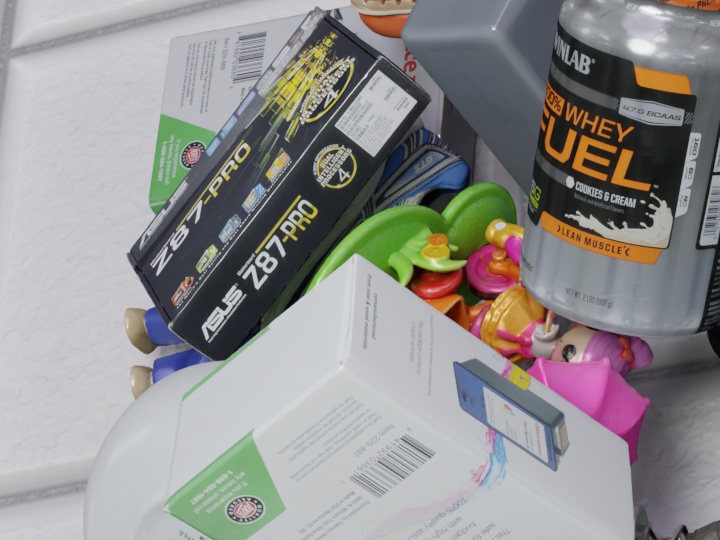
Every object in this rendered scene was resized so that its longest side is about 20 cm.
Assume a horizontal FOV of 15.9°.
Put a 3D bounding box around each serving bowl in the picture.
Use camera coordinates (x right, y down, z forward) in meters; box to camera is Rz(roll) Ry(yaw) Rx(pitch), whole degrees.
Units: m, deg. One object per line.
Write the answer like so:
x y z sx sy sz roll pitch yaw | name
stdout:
-0.076 0.156 1.441 0.199 0.202 0.066 2 15 26 | serving bowl

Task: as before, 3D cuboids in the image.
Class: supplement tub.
0.157 -0.076 1.377 0.121 0.202 0.123 7 21 -3 | supplement tub

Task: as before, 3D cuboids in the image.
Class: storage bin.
0.126 -0.132 1.477 0.145 0.200 0.135 3 55 47 | storage bin

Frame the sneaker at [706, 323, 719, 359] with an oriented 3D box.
0.299 0.012 1.484 0.199 0.087 0.075 -24 71 33 | sneaker

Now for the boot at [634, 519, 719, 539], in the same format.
0.206 0.131 1.301 0.173 0.069 0.202 -12 80 19 | boot

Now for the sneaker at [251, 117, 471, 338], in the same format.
0.000 0.000 1.557 0.085 0.077 0.201 30 89 3 | sneaker

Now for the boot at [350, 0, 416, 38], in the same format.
0.090 -0.146 1.614 0.198 0.108 0.075 -1 32 -9 | boot

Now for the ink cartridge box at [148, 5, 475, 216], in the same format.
-0.027 -0.091 1.686 0.198 0.084 0.147 -8 52 17 | ink cartridge box

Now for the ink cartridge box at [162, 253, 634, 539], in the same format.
0.022 0.106 1.318 0.145 0.199 0.088 -40 28 32 | ink cartridge box

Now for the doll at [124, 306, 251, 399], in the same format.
-0.048 0.030 1.620 0.198 0.048 0.138 -12 70 13 | doll

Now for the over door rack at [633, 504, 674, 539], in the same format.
0.198 0.227 1.354 0.147 0.067 0.202 0 68 24 | over door rack

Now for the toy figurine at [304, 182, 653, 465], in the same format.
0.089 0.052 1.449 0.183 0.151 0.200 27 51 35 | toy figurine

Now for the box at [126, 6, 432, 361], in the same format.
-0.052 -0.054 1.539 0.200 0.049 0.161 -52 19 5 | box
